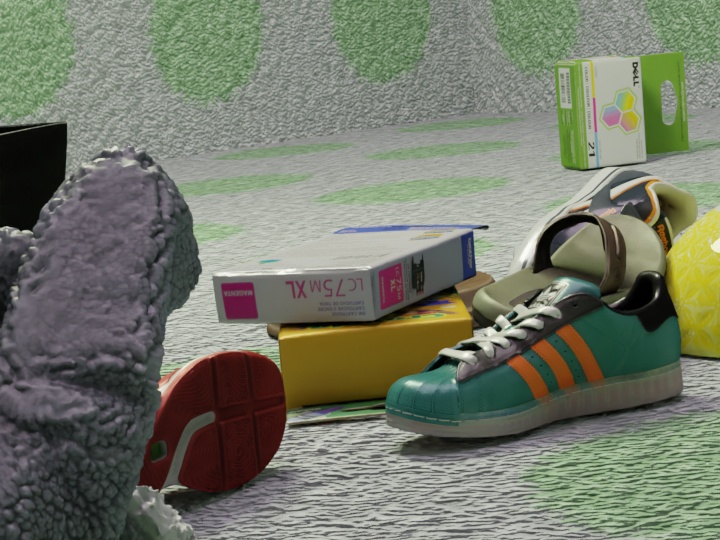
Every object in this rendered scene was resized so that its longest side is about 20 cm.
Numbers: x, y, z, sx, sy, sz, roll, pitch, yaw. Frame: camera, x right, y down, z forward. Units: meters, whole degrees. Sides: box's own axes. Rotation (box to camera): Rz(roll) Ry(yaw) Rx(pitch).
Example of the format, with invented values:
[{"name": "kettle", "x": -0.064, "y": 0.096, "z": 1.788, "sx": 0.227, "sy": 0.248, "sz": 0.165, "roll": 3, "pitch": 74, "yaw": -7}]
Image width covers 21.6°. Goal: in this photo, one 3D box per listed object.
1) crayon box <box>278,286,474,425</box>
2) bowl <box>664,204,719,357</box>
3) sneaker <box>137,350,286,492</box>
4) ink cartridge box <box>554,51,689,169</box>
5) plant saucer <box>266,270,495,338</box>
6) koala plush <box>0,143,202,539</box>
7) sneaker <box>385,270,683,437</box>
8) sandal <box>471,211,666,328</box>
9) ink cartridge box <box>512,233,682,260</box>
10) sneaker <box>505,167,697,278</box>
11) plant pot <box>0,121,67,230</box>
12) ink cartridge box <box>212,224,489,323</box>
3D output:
[{"name": "crayon box", "x": 0.010, "y": 0.051, "z": 1.247, "sx": 0.124, "sy": 0.052, "sz": 0.200, "roll": -6, "pitch": 8, "yaw": -1}, {"name": "bowl", "x": 0.292, "y": -0.011, "z": 1.298, "sx": 0.198, "sy": 0.109, "sz": 0.200, "roll": -5, "pitch": 8, "yaw": 1}, {"name": "sneaker", "x": -0.134, "y": 0.086, "z": 1.005, "sx": 0.115, "sy": 0.079, "sz": 0.199, "roll": 2, "pitch": 9, "yaw": 34}, {"name": "ink cartridge box", "x": 0.377, "y": -0.226, "z": 2.625, "sx": 0.198, "sy": 0.149, "sz": 0.076, "roll": -7, "pitch": 9, "yaw": -15}, {"name": "plant saucer", "x": 0.022, "y": 0.026, "z": 1.506, "sx": 0.198, "sy": 0.030, "sz": 0.200, "roll": -6, "pitch": 8, "yaw": 1}, {"name": "koala plush", "x": -0.149, "y": 0.081, "z": 0.779, "sx": 0.175, "sy": 0.185, "sz": 0.201, "roll": -3, "pitch": -33, "yaw": -4}, {"name": "sneaker", "x": 0.100, "y": 0.046, "z": 1.104, "sx": 0.198, "sy": 0.081, "sz": 0.071, "roll": -10, "pitch": 9, "yaw": -28}, {"name": "sandal", "x": 0.145, "y": -0.005, "z": 1.239, "sx": 0.079, "sy": 0.058, "sz": 0.201, "roll": 16, "pitch": 24, "yaw": 28}, {"name": "ink cartridge box", "x": 0.221, "y": 0.000, "z": 1.509, "sx": 0.198, "sy": 0.044, "sz": 0.196, "roll": -6, "pitch": 7, "yaw": 5}, {"name": "sneaker", "x": 0.176, "y": -0.013, "z": 1.367, "sx": 0.079, "sy": 0.079, "sz": 0.200, "roll": 10, "pitch": 39, "yaw": 33}, {"name": "plant pot", "x": -0.356, "y": -0.021, "z": 1.549, "sx": 0.198, "sy": 0.179, "sz": 0.199, "roll": -4, "pitch": 8, "yaw": 15}, {"name": "ink cartridge box", "x": 0.000, "y": 0.000, "z": 1.287, "sx": 0.118, "sy": 0.042, "sz": 0.200, "roll": -2, "pitch": 11, "yaw": 27}]
